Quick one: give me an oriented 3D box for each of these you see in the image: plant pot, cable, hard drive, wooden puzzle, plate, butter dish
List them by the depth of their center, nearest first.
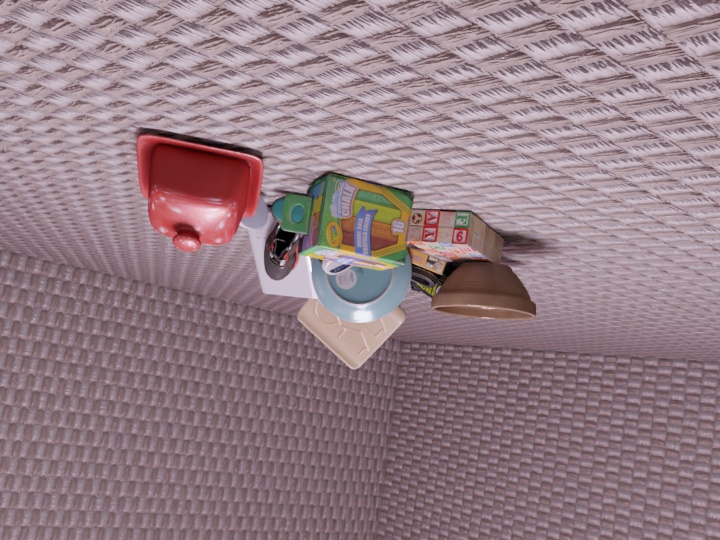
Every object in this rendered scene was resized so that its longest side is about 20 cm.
[{"bbox_3d":[-0.262,-0.100,1.297,0.198,0.149,0.200,9,153,-9],"label":"butter dish"},{"bbox_3d":[0.236,0.037,1.566,0.199,0.094,0.201,6,172,1],"label":"plant pot"},{"bbox_3d":[0.000,0.000,1.592,0.198,0.202,0.026,8,175,7],"label":"plate"},{"bbox_3d":[0.063,-0.018,1.647,0.199,0.051,0.097,8,144,32],"label":"cable"},{"bbox_3d":[-0.157,-0.036,1.667,0.131,0.025,0.201,5,126,21],"label":"hard drive"},{"bbox_3d":[-0.018,0.092,1.783,0.185,0.200,0.046,42,-147,1],"label":"wooden puzzle"}]

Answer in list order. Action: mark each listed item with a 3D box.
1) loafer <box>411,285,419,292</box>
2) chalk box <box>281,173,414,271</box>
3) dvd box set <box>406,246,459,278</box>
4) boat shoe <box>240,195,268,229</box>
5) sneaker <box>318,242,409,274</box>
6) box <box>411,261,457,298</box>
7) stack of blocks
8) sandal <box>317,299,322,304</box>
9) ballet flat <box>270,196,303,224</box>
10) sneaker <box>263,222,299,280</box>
[{"bbox_3d":[0.167,0.016,1.995,0.072,0.074,0.200,0,-179,-3],"label":"loafer"},{"bbox_3d":[-0.030,-0.081,1.366,0.198,0.126,0.124,11,171,-19],"label":"chalk box"},{"bbox_3d":[0.110,-0.028,1.673,0.199,0.030,0.146,23,-178,27],"label":"dvd box set"},{"bbox_3d":[-0.250,-0.131,1.477,0.065,0.074,0.200,6,161,41],"label":"boat shoe"},{"bbox_3d":[0.002,-0.079,1.554,0.199,0.112,0.073,-21,147,-12],"label":"sneaker"},{"bbox_3d":[0.214,0.028,1.765,0.199,0.045,0.160,1,-159,-34],"label":"box"},{"bbox_3d":[0.179,-0.057,1.520,0.114,0.059,0.200,5,171,28],"label":"stack of blocks"},{"bbox_3d":[-0.025,0.015,1.683,0.202,0.083,0.050,-19,-170,45],"label":"sandal"},{"bbox_3d":[-0.061,-0.098,1.500,0.198,0.068,0.075,4,180,7],"label":"ballet flat"},{"bbox_3d":[-0.156,-0.044,1.588,0.077,0.082,0.201,27,133,4],"label":"sneaker"}]
